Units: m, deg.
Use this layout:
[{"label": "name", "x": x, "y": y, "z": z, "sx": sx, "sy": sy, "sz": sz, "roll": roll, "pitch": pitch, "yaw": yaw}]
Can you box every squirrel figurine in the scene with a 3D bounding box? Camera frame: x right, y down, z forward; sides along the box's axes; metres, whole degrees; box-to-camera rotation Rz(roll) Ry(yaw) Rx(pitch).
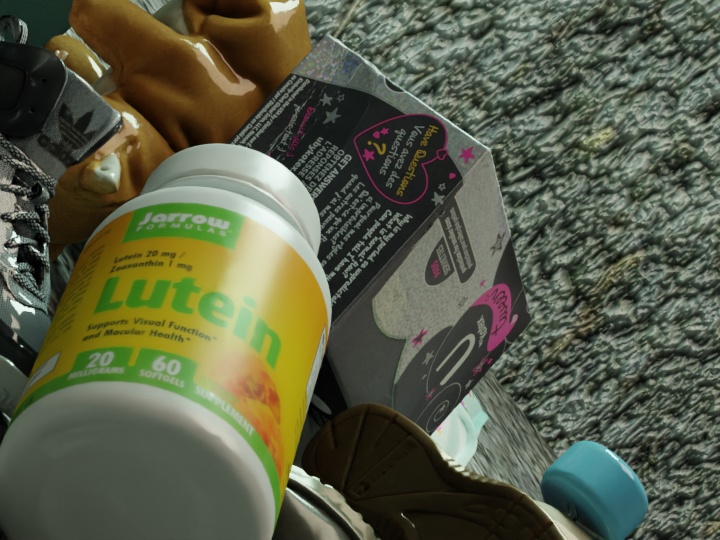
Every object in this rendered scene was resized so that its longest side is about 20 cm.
[{"label": "squirrel figurine", "x": -0.098, "y": -0.059, "z": 1.447, "sx": 0.200, "sy": 0.141, "sz": 0.187, "roll": 51, "pitch": 42, "yaw": -5}]

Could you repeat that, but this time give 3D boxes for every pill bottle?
[{"label": "pill bottle", "x": -0.072, "y": 0.036, "z": 1.105, "sx": 0.111, "sy": 0.111, "sz": 0.200, "roll": 51, "pitch": 29, "yaw": -24}]

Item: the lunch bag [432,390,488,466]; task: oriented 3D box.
[{"label": "lunch bag", "x": -0.008, "y": 0.077, "z": 1.760, "sx": 0.171, "sy": 0.122, "sz": 0.200, "roll": 56, "pitch": 13, "yaw": -3}]

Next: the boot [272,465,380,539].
[{"label": "boot", "x": -0.024, "y": 0.180, "z": 1.076, "sx": 0.182, "sy": 0.073, "sz": 0.200, "roll": 47, "pitch": 26, "yaw": -5}]

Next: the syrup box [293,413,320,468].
[{"label": "syrup box", "x": -0.016, "y": 0.161, "z": 1.321, "sx": 0.079, "sy": 0.081, "sz": 0.200, "roll": 50, "pitch": 6, "yaw": -29}]

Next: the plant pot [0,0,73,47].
[{"label": "plant pot", "x": -0.200, "y": -0.219, "z": 1.506, "sx": 0.142, "sy": 0.200, "sz": 0.141, "roll": 58, "pitch": 7, "yaw": 34}]

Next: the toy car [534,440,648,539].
[{"label": "toy car", "x": 0.083, "y": 0.219, "z": 1.629, "sx": 0.177, "sy": 0.184, "sz": 0.200, "roll": 52, "pitch": -23, "yaw": -12}]

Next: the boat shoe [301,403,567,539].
[{"label": "boat shoe", "x": 0.047, "y": 0.135, "z": 1.219, "sx": 0.200, "sy": 0.072, "sz": 0.072, "roll": 36, "pitch": -20, "yaw": 47}]

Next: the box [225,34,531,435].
[{"label": "box", "x": 0.000, "y": 0.000, "z": 1.371, "sx": 0.115, "sy": 0.132, "sz": 0.200, "roll": 37, "pitch": -15, "yaw": 22}]

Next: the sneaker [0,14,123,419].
[{"label": "sneaker", "x": -0.150, "y": -0.028, "z": 1.180, "sx": 0.200, "sy": 0.114, "sz": 0.075, "roll": 57, "pitch": 7, "yaw": 33}]
